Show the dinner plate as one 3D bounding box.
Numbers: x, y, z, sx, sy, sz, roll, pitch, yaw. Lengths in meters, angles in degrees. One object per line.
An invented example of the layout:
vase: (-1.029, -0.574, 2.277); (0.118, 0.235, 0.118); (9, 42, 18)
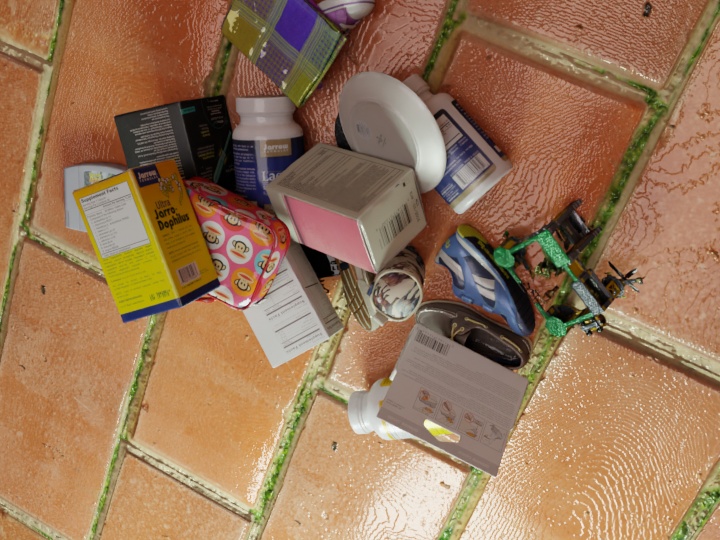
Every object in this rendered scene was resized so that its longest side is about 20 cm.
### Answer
dinner plate: (0.039, -0.193, 1.140); (0.200, 0.024, 0.200); (33, 146, 27)

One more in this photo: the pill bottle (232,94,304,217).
pill bottle: (-0.147, -0.180, 1.263); (0.116, 0.116, 0.200); (3, 107, 19)

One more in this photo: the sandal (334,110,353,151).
sandal: (0.013, -0.181, 1.251); (0.075, 0.045, 0.200); (-4, 118, 26)

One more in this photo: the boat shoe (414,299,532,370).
boat shoe: (0.177, 0.105, 1.259); (0.200, 0.060, 0.072); (22, 112, 13)

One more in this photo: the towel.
towel: (-0.124, -0.362, 1.189); (0.200, 0.023, 0.144); (47, 122, 13)

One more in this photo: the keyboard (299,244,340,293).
keyboard: (-0.120, -0.007, 1.352); (0.200, 0.040, 0.104); (-6, 95, 13)

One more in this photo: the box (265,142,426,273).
box: (-0.021, -0.098, 1.178); (0.200, 0.128, 0.109); (22, 145, 40)

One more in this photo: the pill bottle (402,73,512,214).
pill bottle: (0.121, -0.192, 1.166); (0.111, 0.111, 0.200); (-42, 88, 25)

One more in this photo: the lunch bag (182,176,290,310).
lunch bag: (-0.221, -0.030, 1.191); (0.200, 0.082, 0.176); (29, 108, 9)

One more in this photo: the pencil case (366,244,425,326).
pencil case: (0.056, 0.016, 1.209); (0.089, 0.200, 0.078); (-40, 97, 13)

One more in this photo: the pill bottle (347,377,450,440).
pill bottle: (0.084, 0.226, 1.304); (0.200, 0.104, 0.104); (-11, 101, 23)

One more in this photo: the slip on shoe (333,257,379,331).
slip on shoe: (0.000, 0.000, 1.291); (0.076, 0.061, 0.200); (-16, 97, 64)

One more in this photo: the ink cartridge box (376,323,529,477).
ink cartridge box: (0.138, 0.199, 1.193); (0.200, 0.176, 0.045); (27, 148, 1)

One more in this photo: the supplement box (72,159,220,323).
supplement box: (-0.302, -0.043, 1.118); (0.109, 0.110, 0.200); (-15, 100, 24)

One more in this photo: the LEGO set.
LEGO set: (0.311, -0.010, 1.172); (0.200, 0.116, 0.154); (48, 144, 5)

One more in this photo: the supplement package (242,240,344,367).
supplement package: (-0.129, 0.039, 1.280); (0.109, 0.114, 0.200); (-29, 88, 13)

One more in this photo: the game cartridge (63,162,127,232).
game cartridge: (-0.457, -0.129, 1.436); (0.200, 0.041, 0.133); (10, 105, 17)

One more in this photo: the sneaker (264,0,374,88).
sneaker: (-0.051, -0.345, 1.203); (0.200, 0.073, 0.115); (-15, 92, 34)

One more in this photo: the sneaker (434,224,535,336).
sneaker: (0.196, 0.026, 1.226); (0.082, 0.074, 0.200); (-40, 82, 27)

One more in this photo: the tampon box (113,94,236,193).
tampon box: (-0.291, -0.175, 1.298); (0.126, 0.150, 0.200); (-7, 103, 20)
